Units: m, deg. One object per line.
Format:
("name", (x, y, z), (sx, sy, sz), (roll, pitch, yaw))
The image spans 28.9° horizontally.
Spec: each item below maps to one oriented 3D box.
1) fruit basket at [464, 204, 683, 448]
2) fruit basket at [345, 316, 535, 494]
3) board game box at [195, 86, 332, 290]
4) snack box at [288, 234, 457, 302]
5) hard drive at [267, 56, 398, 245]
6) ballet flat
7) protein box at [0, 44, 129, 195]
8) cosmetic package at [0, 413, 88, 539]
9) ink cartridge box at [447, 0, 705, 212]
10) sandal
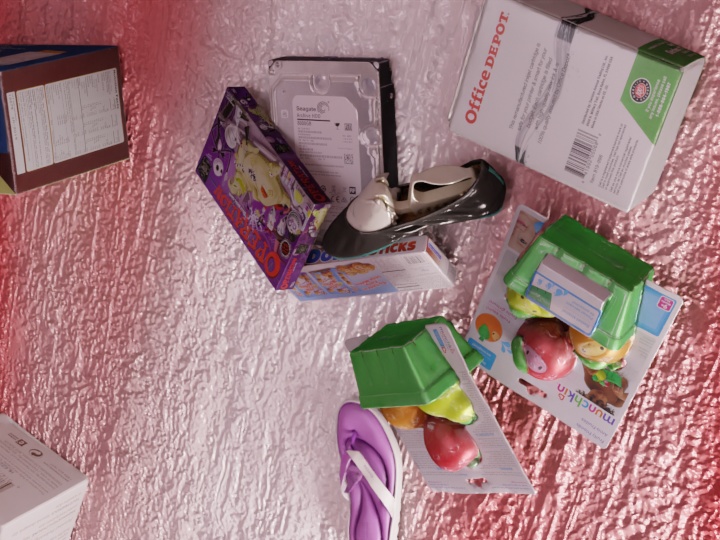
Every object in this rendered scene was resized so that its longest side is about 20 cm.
("fruit basket", (0.197, 0.059, 1.373), (0.185, 0.094, 0.201), (33, 122, 18))
("fruit basket", (0.085, 0.145, 1.454), (0.201, 0.094, 0.185), (55, 150, -13))
("board game box", (-0.108, -0.090, 1.496), (0.200, 0.032, 0.121), (53, 136, 34))
("snack box", (0.000, 0.000, 1.487), (0.199, 0.024, 0.072), (-6, 146, 32))
("hard drive", (-0.028, -0.125, 1.482), (0.139, 0.038, 0.202), (6, 107, 29))
("ballet flat", (0.047, -0.071, 1.406), (0.198, 0.068, 0.069), (-18, 139, 10))
("protein box", (-0.405, -0.178, 1.590), (0.197, 0.200, 0.136), (6, 108, 29))
("cosmetic package", (-0.489, 0.330, 1.819), (0.167, 0.166, 0.201), (33, 118, 18))
("ink cartridge box", (0.198, -0.166, 1.307), (0.199, 0.083, 0.148), (28, 118, 20))
("sandal", (0.006, 0.245, 1.568), (0.082, 0.050, 0.205), (0, 105, 30))
